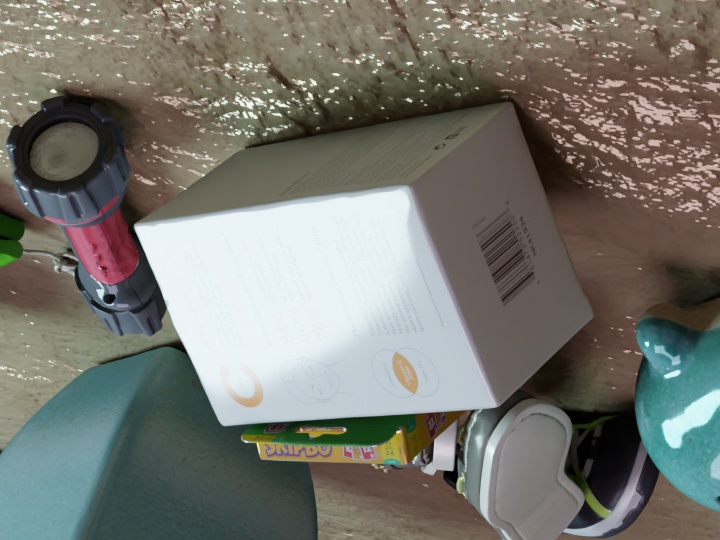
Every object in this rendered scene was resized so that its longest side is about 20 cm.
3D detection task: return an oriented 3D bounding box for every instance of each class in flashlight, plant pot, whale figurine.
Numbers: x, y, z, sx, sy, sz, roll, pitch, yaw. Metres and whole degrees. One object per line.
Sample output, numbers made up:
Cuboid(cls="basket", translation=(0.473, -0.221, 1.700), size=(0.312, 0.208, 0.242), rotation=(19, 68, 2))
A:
Cuboid(cls="flashlight", translation=(-0.150, -0.023, 1.416), size=(0.067, 0.068, 0.200), rotation=(8, 153, 13))
Cuboid(cls="plant pot", translation=(-0.145, 0.168, 1.653), size=(0.195, 0.201, 0.196), rotation=(31, 152, -29))
Cuboid(cls="whale figurine", translation=(0.220, 0.067, 1.315), size=(0.158, 0.104, 0.200), rotation=(20, 156, -4))

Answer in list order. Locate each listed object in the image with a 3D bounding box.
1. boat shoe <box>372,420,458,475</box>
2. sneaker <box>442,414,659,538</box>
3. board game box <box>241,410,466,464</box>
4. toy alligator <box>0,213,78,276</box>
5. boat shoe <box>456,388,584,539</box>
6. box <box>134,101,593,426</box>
Cuboid(cls="boat shoe", translation=(0.024, 0.089, 1.478), size=(0.059, 0.073, 0.200), rotation=(4, 180, -2))
Cuboid(cls="sneaker", translation=(0.115, 0.127, 1.552), size=(0.082, 0.072, 0.200), rotation=(28, 154, -20))
Cuboid(cls="board game box", translation=(0.023, 0.062, 1.355), size=(0.095, 0.200, 0.030), rotation=(-1, 108, 32))
Cuboid(cls="toy alligator", translation=(-0.250, -0.021, 1.498), size=(0.199, 0.055, 0.059), rotation=(30, 153, -26))
Cuboid(cls="boat shoe", translation=(0.085, 0.111, 1.432), size=(0.060, 0.072, 0.202), rotation=(43, 171, 23))
Cuboid(cls="box", translation=(0.000, 0.000, 1.267), size=(0.199, 0.097, 0.125), rotation=(-6, 113, 42))
